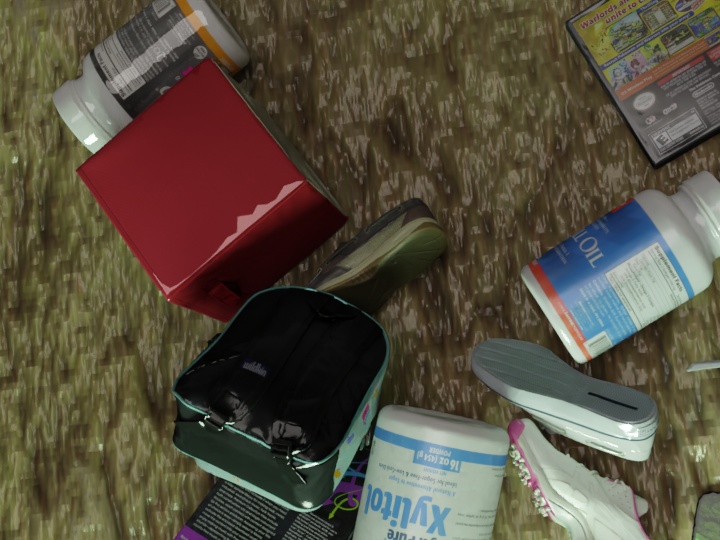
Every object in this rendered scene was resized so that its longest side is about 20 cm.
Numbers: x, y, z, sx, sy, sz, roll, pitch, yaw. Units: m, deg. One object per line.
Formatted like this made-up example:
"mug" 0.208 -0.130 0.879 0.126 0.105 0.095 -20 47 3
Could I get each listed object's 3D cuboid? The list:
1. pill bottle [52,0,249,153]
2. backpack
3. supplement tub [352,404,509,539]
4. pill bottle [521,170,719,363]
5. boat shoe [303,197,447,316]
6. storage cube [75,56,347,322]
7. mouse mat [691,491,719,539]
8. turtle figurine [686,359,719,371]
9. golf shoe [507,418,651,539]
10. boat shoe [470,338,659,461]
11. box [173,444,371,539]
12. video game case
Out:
"pill bottle" -0.230 -0.218 1.253 0.200 0.116 0.117 -36 74 7
"backpack" -0.068 0.119 1.103 0.175 0.154 0.200 21 53 13
"supplement tub" 0.062 0.237 1.089 0.132 0.132 0.201 10 87 16
"pill bottle" 0.264 -0.008 1.090 0.200 0.112 0.112 -33 75 7
"boat shoe" 0.000 -0.001 1.186 0.201 0.072 0.066 -36 44 19
"storage cube" -0.146 -0.076 1.179 0.180 0.171 0.200 -40 73 4
"mouse mat" 0.405 0.302 1.058 0.199 0.008 0.161 8 83 17
"turtle figurine" 0.435 0.096 1.012 0.194 0.144 0.200 -42 77 1
"golf shoe" 0.217 0.219 1.094 0.091 0.075 0.200 -32 80 -4
"boat shoe" 0.191 0.132 1.107 0.200 0.067 0.073 24 45 37
"box" -0.077 0.241 1.136 0.143 0.036 0.200 28 62 17
"video game case" 0.338 -0.229 1.151 0.200 0.025 0.181 -31 75 9
